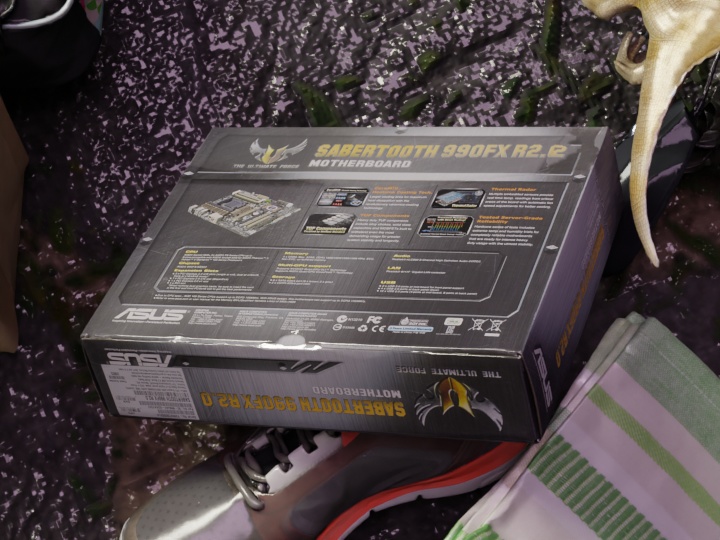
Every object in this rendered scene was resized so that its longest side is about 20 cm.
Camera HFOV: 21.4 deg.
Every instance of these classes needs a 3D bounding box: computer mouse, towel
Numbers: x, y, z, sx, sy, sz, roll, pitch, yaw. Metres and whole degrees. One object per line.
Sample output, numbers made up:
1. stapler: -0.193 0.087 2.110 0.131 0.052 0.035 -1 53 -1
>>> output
1. computer mouse: 0.151 -0.088 0.892 0.034 0.059 0.201 28 91 -2
2. towel: 0.110 0.135 0.807 0.153 0.023 0.200 45 69 -5

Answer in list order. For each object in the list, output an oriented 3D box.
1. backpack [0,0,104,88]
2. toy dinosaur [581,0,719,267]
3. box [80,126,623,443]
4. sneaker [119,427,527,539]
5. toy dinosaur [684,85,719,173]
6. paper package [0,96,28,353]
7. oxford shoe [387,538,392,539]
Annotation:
1. backpack: -0.206 -0.184 0.909 0.176 0.151 0.202 -3 79 -1
2. toy dinosaur: 0.141 -0.109 0.843 0.058 0.101 0.201 33 86 -30
3. box: 0.000 0.000 0.828 0.199 0.049 0.159 1 38 21
4. sneaker: -0.020 0.075 0.843 0.199 0.082 0.077 -25 48 -12
5. toy dinosaur: 0.229 -0.057 0.895 0.135 0.102 0.200 26 35 -4
6. paper package: -0.260 -0.035 0.842 0.198 0.191 0.104 1 72 1
7. oxford shoe: 0.000 0.214 0.813 0.084 0.073 0.201 -5 68 10
